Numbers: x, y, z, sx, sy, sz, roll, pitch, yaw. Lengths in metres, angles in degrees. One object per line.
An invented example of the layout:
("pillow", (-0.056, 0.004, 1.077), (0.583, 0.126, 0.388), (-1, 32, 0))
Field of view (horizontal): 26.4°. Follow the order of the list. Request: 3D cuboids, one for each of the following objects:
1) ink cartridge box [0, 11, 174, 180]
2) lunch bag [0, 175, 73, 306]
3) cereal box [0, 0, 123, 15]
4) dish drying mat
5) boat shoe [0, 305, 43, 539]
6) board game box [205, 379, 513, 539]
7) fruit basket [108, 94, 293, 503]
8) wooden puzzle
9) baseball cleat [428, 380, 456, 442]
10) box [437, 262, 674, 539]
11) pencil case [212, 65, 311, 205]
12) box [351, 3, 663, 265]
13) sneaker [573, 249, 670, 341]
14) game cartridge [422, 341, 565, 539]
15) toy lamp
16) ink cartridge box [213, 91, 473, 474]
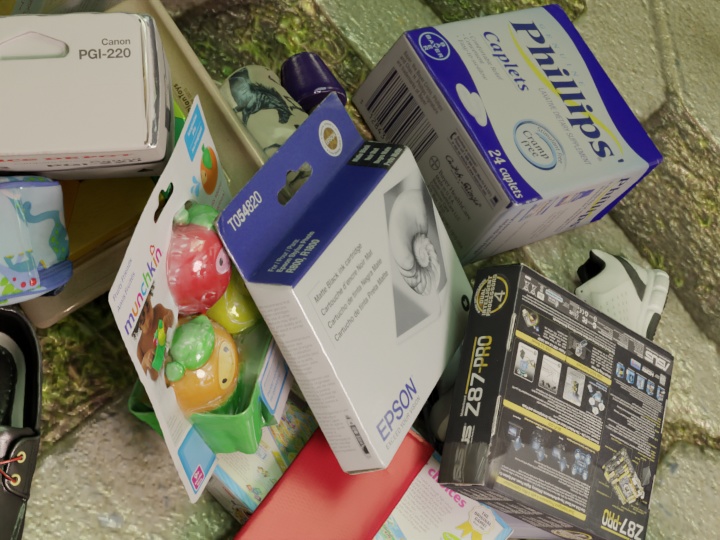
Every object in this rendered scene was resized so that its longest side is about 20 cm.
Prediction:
("ink cartridge box", (-0.194, -0.104, 0.972), (0.145, 0.200, 0.085), (-3, 88, -4))
("lunch bag", (-0.292, -0.007, 0.964), (0.199, 0.160, 0.083), (-15, 98, -40))
("cereal box", (-0.225, -0.214, 1.160), (0.040, 0.144, 0.200), (43, 46, 3))
("dish drying mat", (-0.031, 0.172, 1.039), (0.077, 0.018, 0.200), (39, 59, -1))
("boat shoe", (-0.241, 0.116, 0.972), (0.073, 0.063, 0.202), (15, 53, -25))
("board game box", (-0.006, 0.160, 1.083), (0.200, 0.034, 0.134), (45, 61, 4))
("fruit basket", (-0.099, 0.020, 1.000), (0.093, 0.201, 0.186), (5, 46, 13))
("wooden puzzle", (-0.190, -0.085, 1.091), (0.199, 0.037, 0.186), (-32, 77, -7))
("baseball cleat", (0.101, 0.066, 1.181), (0.106, 0.070, 0.199), (45, 40, 22))
("box", (0.148, 0.105, 1.118), (0.200, 0.049, 0.162), (27, 66, -41))
("pencil case", (-0.049, -0.070, 1.186), (0.089, 0.078, 0.200), (-6, 49, -47))
("box", (0.129, -0.123, 1.342), (0.199, 0.105, 0.185), (-18, 70, -40))
("sneaker", (0.203, 0.060, 1.289), (0.080, 0.074, 0.200), (27, 40, -4))
("game cartridge", (0.113, 0.116, 1.210), (0.132, 0.041, 0.201), (6, 56, -24))
("toy lamp", (-0.021, -0.089, 1.259), (0.058, 0.058, 0.201), (-2, 61, -33))
("ink cartridge box", (0.000, 0.000, 1.053), (0.201, 0.040, 0.200), (62, 36, -21))
